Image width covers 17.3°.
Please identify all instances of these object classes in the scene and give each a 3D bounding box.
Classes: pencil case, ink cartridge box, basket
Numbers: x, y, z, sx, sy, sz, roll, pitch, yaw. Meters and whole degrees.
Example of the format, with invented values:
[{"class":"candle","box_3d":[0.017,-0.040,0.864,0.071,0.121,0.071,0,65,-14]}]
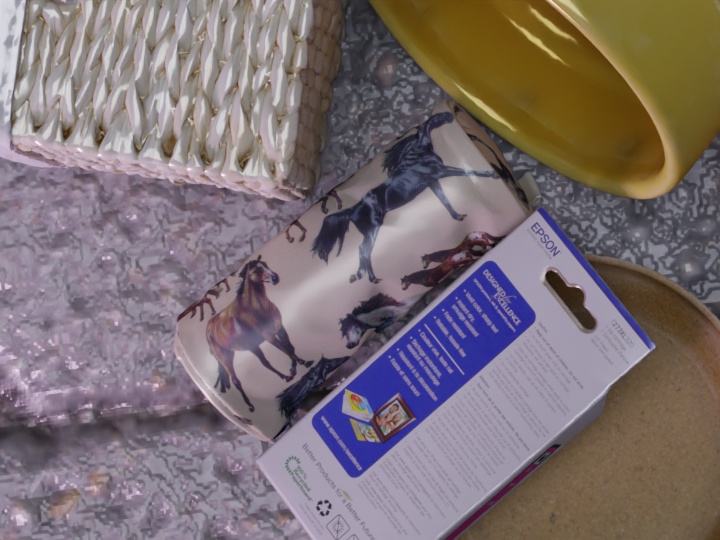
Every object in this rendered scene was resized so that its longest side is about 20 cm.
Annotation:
[{"class":"pencil case","box_3d":[0.000,0.000,1.206,0.200,0.089,0.078,-39,56,3]},{"class":"ink cartridge box","box_3d":[0.049,0.069,1.182,0.200,0.037,0.095,-43,71,14]},{"class":"basket","box_3d":[-0.090,-0.141,1.158,0.160,0.200,0.200,10,90,4]}]

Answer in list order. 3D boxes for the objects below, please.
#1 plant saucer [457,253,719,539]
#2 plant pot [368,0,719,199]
[{"class":"plant saucer","box_3d":[0.110,0.093,1.195,0.199,0.035,0.202,-2,83,20]},{"class":"plant pot","box_3d":[0.126,-0.170,1.150,0.200,0.201,0.189,37,76,6]}]
